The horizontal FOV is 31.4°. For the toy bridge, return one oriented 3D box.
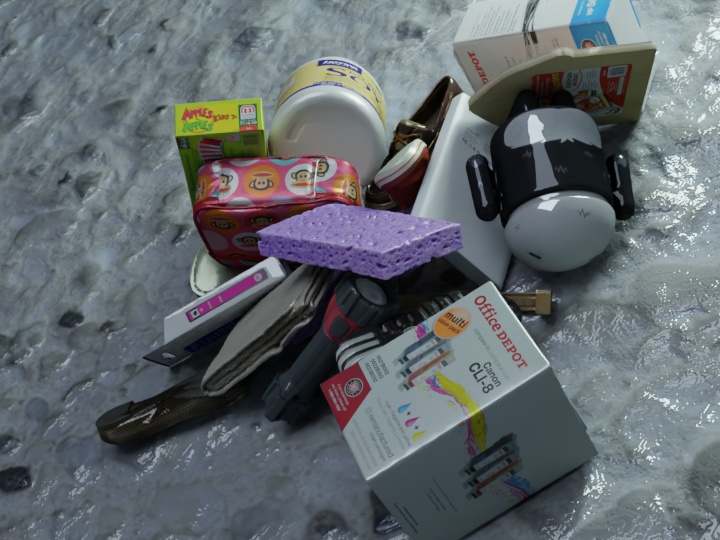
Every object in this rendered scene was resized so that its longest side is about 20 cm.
[{"bbox_3d":[0.107,0.035,1.379,0.199,0.067,0.027,-2,90,12],"label":"toy bridge"}]

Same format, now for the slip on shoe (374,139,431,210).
[{"bbox_3d":[0.062,-0.101,1.474,0.074,0.200,0.061,-43,80,-1],"label":"slip on shoe"}]

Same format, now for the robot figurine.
[{"bbox_3d":[0.206,-0.096,1.384,0.150,0.125,0.200,-19,61,24],"label":"robot figurine"}]

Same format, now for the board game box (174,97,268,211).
[{"bbox_3d":[-0.161,-0.127,1.547,0.101,0.200,0.048,-4,61,-2],"label":"board game box"}]

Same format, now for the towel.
[{"bbox_3d":[-0.096,0.055,1.435,0.200,0.034,0.133,-38,14,38],"label":"towel"}]

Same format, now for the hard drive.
[{"bbox_3d":[0.131,-0.089,1.445,0.027,0.132,0.200,-27,33,45],"label":"hard drive"}]

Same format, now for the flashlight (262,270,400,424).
[{"bbox_3d":[-0.034,0.082,1.369,0.200,0.068,0.068,-53,35,35],"label":"flashlight"}]

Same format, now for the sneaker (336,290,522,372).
[{"bbox_3d":[0.073,0.098,1.325,0.200,0.116,0.076,-16,36,-12],"label":"sneaker"}]

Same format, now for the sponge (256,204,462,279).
[{"bbox_3d":[-0.004,-0.033,1.336,0.111,0.030,0.200,-23,22,-38],"label":"sponge"}]

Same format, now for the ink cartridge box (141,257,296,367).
[{"bbox_3d":[-0.167,0.051,1.535,0.200,0.095,0.037,-32,75,5],"label":"ink cartridge box"}]

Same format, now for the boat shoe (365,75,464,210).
[{"bbox_3d":[0.066,-0.164,1.609,0.200,0.072,0.072,-49,41,-16],"label":"boat shoe"}]

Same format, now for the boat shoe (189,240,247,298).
[{"bbox_3d":[-0.157,-0.035,1.645,0.072,0.061,0.201,19,59,12],"label":"boat shoe"}]

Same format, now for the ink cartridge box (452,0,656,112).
[{"bbox_3d":[0.232,-0.257,1.533,0.200,0.146,0.084,-1,50,33],"label":"ink cartridge box"}]

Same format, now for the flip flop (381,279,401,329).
[{"bbox_3d":[0.011,0.058,1.433,0.081,0.058,0.200,-18,42,19],"label":"flip flop"}]

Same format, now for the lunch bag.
[{"bbox_3d":[-0.092,-0.061,1.535,0.199,0.176,0.082,-2,61,8],"label":"lunch bag"}]

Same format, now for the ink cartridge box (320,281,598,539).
[{"bbox_3d":[0.095,0.141,1.223,0.200,0.145,0.145,-32,39,1],"label":"ink cartridge box"}]

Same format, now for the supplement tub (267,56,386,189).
[{"bbox_3d":[-0.039,-0.186,1.620,0.145,0.146,0.200,-24,22,11],"label":"supplement tub"}]

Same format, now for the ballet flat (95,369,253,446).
[{"bbox_3d":[-0.214,0.163,1.499,0.200,0.046,0.067,-21,19,7],"label":"ballet flat"}]

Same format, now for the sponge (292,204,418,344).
[{"bbox_3d":[0.000,0.000,1.456,0.200,0.030,0.112,-32,21,33],"label":"sponge"}]

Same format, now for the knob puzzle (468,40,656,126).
[{"bbox_3d":[0.219,-0.206,1.432,0.219,0.220,0.031,-14,69,23],"label":"knob puzzle"}]
